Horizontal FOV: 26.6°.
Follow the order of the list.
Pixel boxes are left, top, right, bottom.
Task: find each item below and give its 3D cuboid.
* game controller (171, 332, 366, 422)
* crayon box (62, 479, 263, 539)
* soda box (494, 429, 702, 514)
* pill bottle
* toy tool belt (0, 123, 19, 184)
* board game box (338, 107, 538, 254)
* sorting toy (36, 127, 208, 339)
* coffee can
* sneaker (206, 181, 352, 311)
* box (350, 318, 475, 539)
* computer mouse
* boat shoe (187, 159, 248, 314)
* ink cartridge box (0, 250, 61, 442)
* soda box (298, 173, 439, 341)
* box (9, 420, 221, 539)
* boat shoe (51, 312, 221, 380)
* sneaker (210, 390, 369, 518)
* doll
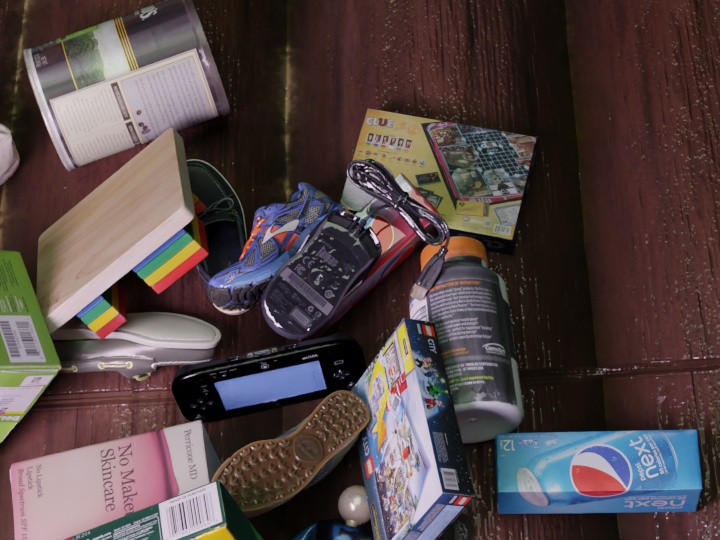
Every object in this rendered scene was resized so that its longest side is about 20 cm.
[{"bbox_3d":[-0.093,0.112,1.565,0.198,0.104,0.042,-13,66,0],"label":"game controller"},{"bbox_3d":[-0.186,0.295,1.422,0.199,0.173,0.059,-21,47,6],"label":"crayon box"},{"bbox_3d":[0.233,0.200,1.505,0.198,0.068,0.065,-2,62,5],"label":"soda box"},{"bbox_3d":[0.105,0.067,1.565,0.105,0.106,0.201,-6,62,3],"label":"pill bottle"},{"bbox_3d":[-0.495,-0.129,1.724,0.199,0.125,0.123,20,58,16],"label":"toy tool belt"},{"bbox_3d":[0.087,-0.101,1.695,0.198,0.035,0.136,11,65,12],"label":"board game box"},{"bbox_3d":[-0.247,-0.030,1.615,0.200,0.070,0.199,-38,29,11],"label":"sorting toy"},{"bbox_3d":[-0.263,-0.214,1.728,0.199,0.147,0.147,-20,62,-4],"label":"coffee can"},{"bbox_3d":[-0.096,-0.026,1.619,0.078,0.075,0.200,47,50,7],"label":"sneaker"},{"bbox_3d":[0.046,0.168,1.487,0.037,0.137,0.201,9,49,-24],"label":"box"},{"bbox_3d":[0.000,0.000,1.553,0.140,0.046,0.201,34,90,1],"label":"computer mouse"},{"bbox_3d":[-0.163,-0.047,1.679,0.074,0.062,0.201,-19,61,-2],"label":"boat shoe"},{"bbox_3d":[-0.400,0.097,1.556,0.075,0.200,0.148,2,51,-43],"label":"ink cartridge box"},{"bbox_3d":[-0.007,-0.009,1.615,0.200,0.070,0.063,-43,79,-3],"label":"soda box"},{"bbox_3d":[-0.233,0.246,1.502,0.198,0.109,0.129,-14,54,-1],"label":"box"},{"bbox_3d":[-0.248,0.082,1.623,0.200,0.061,0.072,3,21,3],"label":"boat shoe"},{"bbox_3d":[-0.075,0.199,1.501,0.200,0.090,0.067,-32,71,-37],"label":"sneaker"},{"bbox_3d":[-0.020,0.306,1.489,0.135,0.049,0.201,8,59,13],"label":"doll"}]
